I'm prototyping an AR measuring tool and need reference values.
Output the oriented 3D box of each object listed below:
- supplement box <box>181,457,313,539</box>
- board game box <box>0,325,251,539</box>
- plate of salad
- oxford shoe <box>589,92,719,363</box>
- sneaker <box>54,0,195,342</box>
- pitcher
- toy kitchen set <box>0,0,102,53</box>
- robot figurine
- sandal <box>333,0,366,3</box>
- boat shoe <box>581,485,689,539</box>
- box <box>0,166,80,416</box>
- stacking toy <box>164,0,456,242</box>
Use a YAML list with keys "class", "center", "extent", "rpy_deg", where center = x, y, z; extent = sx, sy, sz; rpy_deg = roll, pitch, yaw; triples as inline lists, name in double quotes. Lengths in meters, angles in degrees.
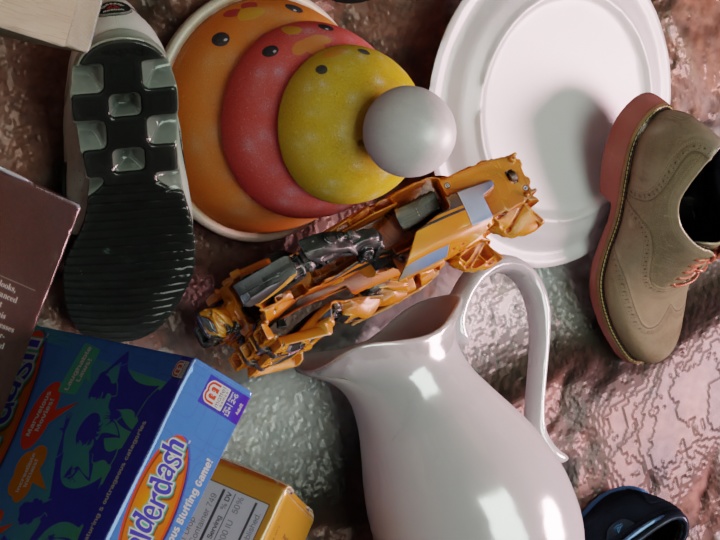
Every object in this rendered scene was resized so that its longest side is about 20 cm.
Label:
- class: "supplement box"
  center: [-0.100, 0.207, 1.656]
  extent: [0.200, 0.069, 0.067]
  rpy_deg: [-62, 160, -12]
- class: "board game box"
  center: [-0.156, 0.110, 1.534]
  extent: [0.045, 0.200, 0.152]
  rpy_deg: [33, 75, -32]
- class: "plate of salad"
  center: [0.111, -0.102, 1.791]
  extent: [0.200, 0.048, 0.201]
  rpy_deg: [-9, 104, -39]
- class: "oxford shoe"
  center: [0.189, -0.012, 1.810]
  extent: [0.070, 0.075, 0.200]
  rpy_deg: [-40, 142, -32]
- class: "sneaker"
  center: [-0.130, -0.057, 1.616]
  extent: [0.074, 0.089, 0.200]
  rpy_deg: [0, 121, -11]
- class: "pitcher"
  center: [0.072, 0.105, 1.747]
  extent: [0.171, 0.121, 0.200]
  rpy_deg: [-31, 101, -26]
- class: "toy kitchen set"
  center: [-0.156, -0.215, 1.510]
  extent: [0.163, 0.180, 0.200]
  rpy_deg: [15, 91, -36]
- class: "robot figurine"
  center: [0.000, 0.000, 1.659]
  extent: [0.200, 0.145, 0.058]
  rpy_deg: [-26, 82, -22]
- class: "sandal"
  center: [0.053, -0.197, 1.660]
  extent: [0.075, 0.200, 0.045]
  rpy_deg: [38, 35, -36]
- class: "boat shoe"
  center: [0.133, 0.218, 1.829]
  extent: [0.084, 0.069, 0.200]
  rpy_deg: [38, 73, -32]
- class: "box"
  center: [-0.236, 0.036, 1.548]
  extent: [0.100, 0.075, 0.200]
  rpy_deg: [26, 82, -34]
- class: "stacking toy"
  center: [-0.011, -0.082, 1.616]
  extent: [0.146, 0.200, 0.146]
  rpy_deg: [-4, 97, -35]
